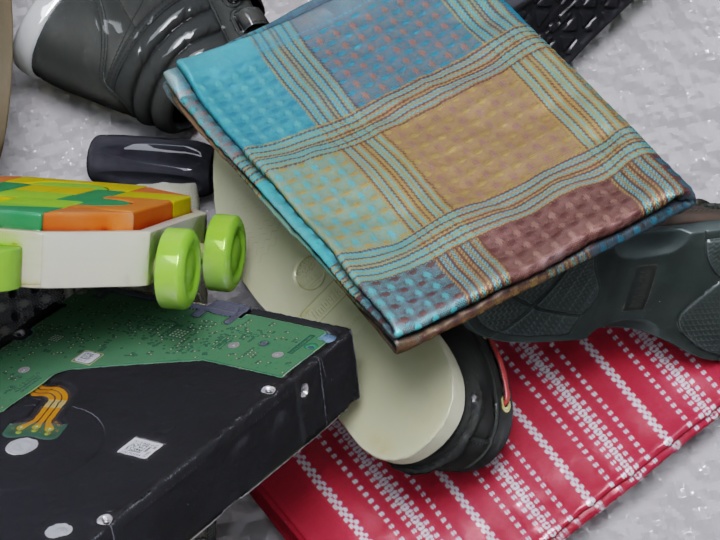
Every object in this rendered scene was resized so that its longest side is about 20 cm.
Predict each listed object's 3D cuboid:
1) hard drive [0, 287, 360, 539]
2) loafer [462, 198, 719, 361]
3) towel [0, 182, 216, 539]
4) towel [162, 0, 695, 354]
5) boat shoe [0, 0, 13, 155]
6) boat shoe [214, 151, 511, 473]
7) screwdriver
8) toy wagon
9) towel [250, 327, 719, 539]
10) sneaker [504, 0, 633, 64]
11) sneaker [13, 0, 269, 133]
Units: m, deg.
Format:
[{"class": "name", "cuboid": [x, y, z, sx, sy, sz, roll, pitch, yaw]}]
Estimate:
[{"class": "hard drive", "cuboid": [-0.110, 0.069, 1.031, 0.139, 0.038, 0.200, 11, 32, 32]}, {"class": "loafer", "cuboid": [0.123, -0.008, 1.117, 0.199, 0.072, 0.063, 4, 37, -27]}, {"class": "towel", "cuboid": [-0.159, 0.058, 1.152, 0.192, 0.035, 0.201, -9, 66, 9]}, {"class": "towel", "cuboid": [0.024, -0.058, 1.089, 0.146, 0.022, 0.200, -27, 47, -16]}, {"class": "boat shoe", "cuboid": [-0.201, -0.132, 1.218, 0.068, 0.072, 0.201, 2, 53, -20]}, {"class": "boat shoe", "cuboid": [-0.002, 0.002, 1.133, 0.074, 0.063, 0.202, -39, 60, 18]}, {"class": "screwdriver", "cuboid": [-0.027, -0.039, 1.197, 0.199, 0.029, 0.028, 9, 68, 6]}, {"class": "toy wagon", "cuboid": [-0.138, -0.011, 1.061, 0.155, 0.200, 0.040, 4, 96, 12]}, {"class": "towel", "cuboid": [0.048, 0.063, 1.148, 0.200, 0.023, 0.145, -36, 67, -12]}, {"class": "sneaker", "cuboid": [0.063, -0.128, 1.214, 0.200, 0.072, 0.083, -38, 46, -13]}, {"class": "sneaker", "cuboid": [-0.063, -0.147, 1.223, 0.099, 0.071, 0.200, 34, 80, 15]}]
